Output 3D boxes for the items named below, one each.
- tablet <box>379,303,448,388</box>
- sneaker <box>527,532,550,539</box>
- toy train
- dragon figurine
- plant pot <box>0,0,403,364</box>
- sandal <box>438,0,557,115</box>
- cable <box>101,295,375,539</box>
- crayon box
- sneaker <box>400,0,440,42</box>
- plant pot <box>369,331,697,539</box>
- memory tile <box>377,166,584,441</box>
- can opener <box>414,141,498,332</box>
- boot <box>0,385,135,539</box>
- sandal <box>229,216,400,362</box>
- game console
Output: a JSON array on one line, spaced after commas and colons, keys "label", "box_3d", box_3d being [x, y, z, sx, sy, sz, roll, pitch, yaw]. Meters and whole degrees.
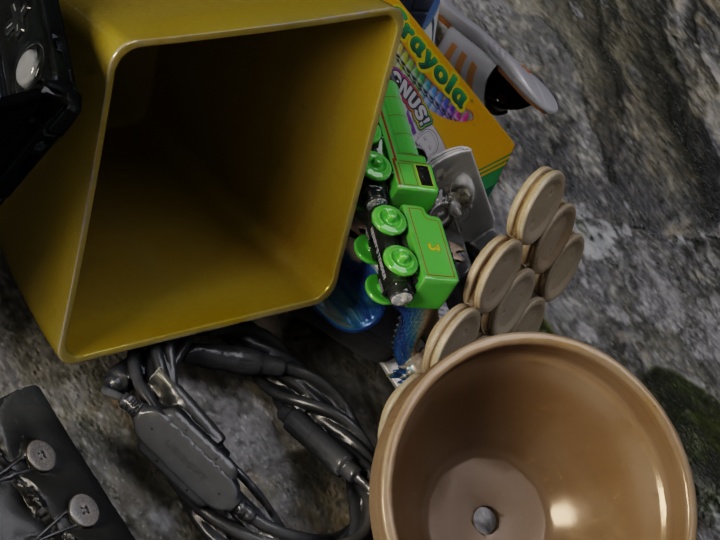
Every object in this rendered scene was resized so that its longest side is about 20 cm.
[{"label": "tablet", "box_3d": [0.043, 0.037, 1.381, 0.130, 0.014, 0.201, -11, 64, -53]}, {"label": "sneaker", "box_3d": [0.134, 0.164, 1.312, 0.080, 0.074, 0.200, 38, 26, 18]}, {"label": "toy train", "box_3d": [0.016, -0.061, 1.213, 0.056, 0.042, 0.201, 4, 52, -25]}, {"label": "dragon figurine", "box_3d": [0.000, 0.000, 1.254, 0.200, 0.100, 0.059, 37, 47, -1]}, {"label": "plant pot", "box_3d": [-0.123, -0.093, 1.151, 0.199, 0.201, 0.176, -13, 40, -39]}, {"label": "sandal", "box_3d": [0.085, -0.171, 1.618, 0.079, 0.059, 0.207, 33, 11, -48]}, {"label": "cable", "box_3d": [-0.059, 0.103, 1.174, 0.200, 0.051, 0.163, 42, 28, -4]}, {"label": "crayon box", "box_3d": [0.010, -0.108, 1.352, 0.200, 0.058, 0.119, 48, 55, -26]}, {"label": "sneaker", "box_3d": [0.023, -0.178, 1.457, 0.073, 0.201, 0.082, 9, 10, 4]}, {"label": "plant pot", "box_3d": [0.090, 0.144, 1.168, 0.199, 0.093, 0.202, 5, 74, -19]}, {"label": "memory tile", "box_3d": [0.077, 0.040, 1.233, 0.017, 0.201, 0.153, 29, -11, 22]}, {"label": "can opener", "box_3d": [0.064, -0.013, 1.318, 0.067, 0.053, 0.201, 43, -17, 41]}, {"label": "boot", "box_3d": [-0.126, 0.147, 1.035, 0.200, 0.066, 0.165, 48, 31, 10]}, {"label": "sandal", "box_3d": [-0.047, -0.008, 1.289, 0.199, 0.043, 0.076, 25, 42, -23]}, {"label": "game console", "box_3d": [-0.240, -0.057, 0.987, 0.116, 0.200, 0.177, 17, 43, -38]}]
